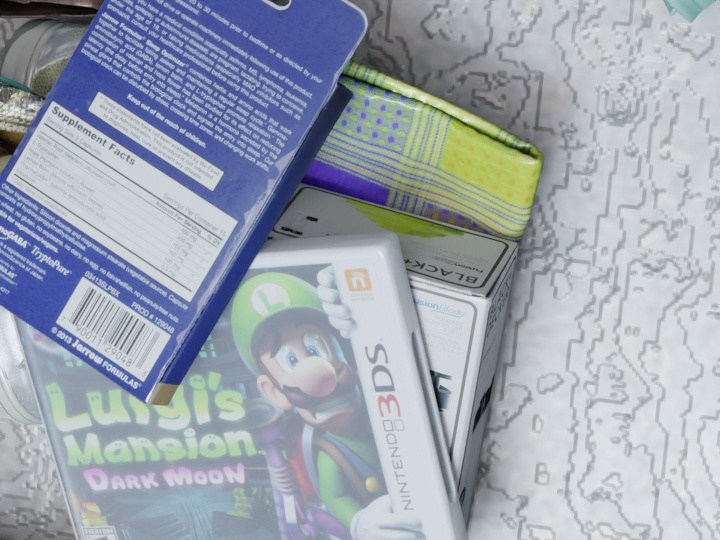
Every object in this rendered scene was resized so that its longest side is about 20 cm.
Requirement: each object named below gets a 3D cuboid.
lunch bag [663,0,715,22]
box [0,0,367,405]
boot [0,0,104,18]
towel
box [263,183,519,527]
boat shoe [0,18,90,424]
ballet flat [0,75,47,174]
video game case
[{"bbox_3d":[0.150,-0.238,1.345,0.170,0.122,0.200,-41,78,12],"label":"lunch bag"},{"bbox_3d":[-0.087,-0.055,1.316,0.121,0.032,0.201,33,96,17],"label":"box"},{"bbox_3d":[-0.104,-0.199,1.411,0.199,0.072,0.167,2,72,27],"label":"boot"},{"bbox_3d":[0.000,0.000,1.408,0.143,0.023,0.201,24,122,7],"label":"towel"},{"bbox_3d":[0.002,0.070,1.395,0.116,0.060,0.201,15,120,13],"label":"box"},{"bbox_3d":[-0.146,-0.023,1.451,0.064,0.074,0.203,5,88,29],"label":"boat shoe"},{"bbox_3d":[-0.147,-0.050,1.379,0.199,0.068,0.076,11,56,13],"label":"ballet flat"},{"bbox_3d":[-0.058,0.073,1.370,0.199,0.023,0.183,-4,114,23],"label":"video game case"}]
